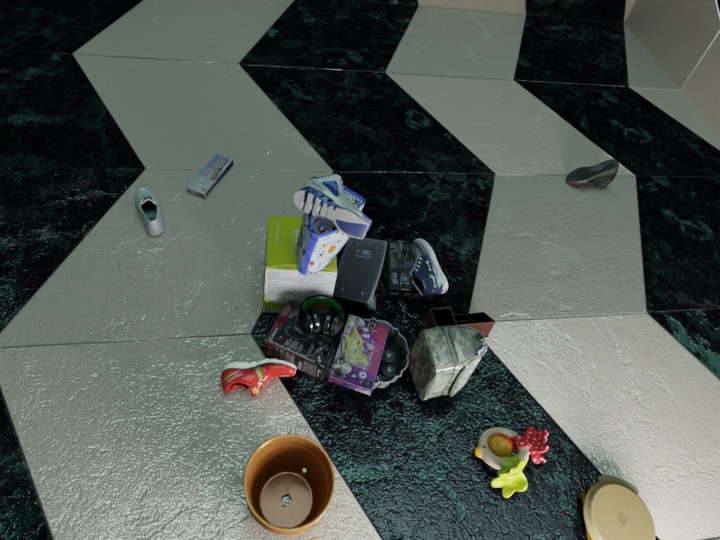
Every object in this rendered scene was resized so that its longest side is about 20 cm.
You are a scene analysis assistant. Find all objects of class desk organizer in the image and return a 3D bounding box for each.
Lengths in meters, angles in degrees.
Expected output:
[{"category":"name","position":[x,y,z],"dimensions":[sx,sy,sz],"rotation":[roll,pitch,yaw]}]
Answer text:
[{"category":"desk organizer","position":[0.292,0.155,1.619],"dimensions":[0.195,0.078,0.073],"rotation":[-4,52,-15]}]

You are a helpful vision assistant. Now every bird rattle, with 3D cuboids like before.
[{"category":"bird rattle","position":[0.381,0.452,1.387],"dimensions":[0.161,0.115,0.199],"rotation":[24,45,29]}]

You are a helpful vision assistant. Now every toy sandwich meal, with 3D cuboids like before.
[{"category":"toy sandwich meal","position":[0.618,0.606,1.334],"dimensions":[0.200,0.071,0.209],"rotation":[6,55,-8]}]

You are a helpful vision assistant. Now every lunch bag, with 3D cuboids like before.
[{"category":"lunch bag","position":[0.233,0.240,1.457],"dimensions":[0.164,0.202,0.141],"rotation":[-9,53,-17]},{"category":"lunch bag","position":[-0.094,-0.104,1.423],"dimensions":[0.122,0.171,0.201],"rotation":[30,51,4]}]

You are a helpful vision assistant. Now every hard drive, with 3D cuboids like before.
[{"category":"hard drive","position":[0.000,0.000,1.615],"dimensions":[0.132,0.043,0.204],"rotation":[9,66,20]}]

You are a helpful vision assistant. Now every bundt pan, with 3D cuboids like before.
[{"category":"bundt pan","position":[0.032,0.236,1.496],"dimensions":[0.196,0.077,0.205],"rotation":[6,50,-7]}]

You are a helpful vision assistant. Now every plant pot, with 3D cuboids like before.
[{"category":"plant pot","position":[-0.161,0.485,1.209],"dimensions":[0.195,0.141,0.203],"rotation":[6,50,-8]}]

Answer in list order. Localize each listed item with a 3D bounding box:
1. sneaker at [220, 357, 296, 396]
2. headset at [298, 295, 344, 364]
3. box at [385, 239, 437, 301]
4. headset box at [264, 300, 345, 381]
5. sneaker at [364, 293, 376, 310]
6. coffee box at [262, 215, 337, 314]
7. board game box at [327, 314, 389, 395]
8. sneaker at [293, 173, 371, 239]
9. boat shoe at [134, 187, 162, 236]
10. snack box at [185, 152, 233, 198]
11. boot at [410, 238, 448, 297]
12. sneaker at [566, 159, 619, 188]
[{"category":"sneaker","position":[-0.261,0.279,1.411],"dimensions":[0.195,0.077,0.087],"rotation":[-4,63,-7]},{"category":"headset","position":[-0.106,0.149,1.457],"dimensions":[0.120,0.096,0.202],"rotation":[4,34,-5]},{"category":"box","position":[0.161,-0.002,1.740],"dimensions":[0.156,0.044,0.203],"rotation":[5,50,-8]},{"category":"headset box","position":[-0.160,0.185,1.496],"dimensions":[0.196,0.078,0.150],"rotation":[22,49,7]},{"category":"sneaker","position":[-0.010,0.041,1.665],"dimensions":[0.080,0.074,0.203],"rotation":[-23,59,8]},{"category":"coffee box","position":[-0.177,-0.015,1.574],"dimensions":[0.195,0.200,0.203],"rotation":[3,50,-10]},{"category":"board game box","position":[-0.003,0.217,1.438],"dimensions":[0.117,0.033,0.203],"rotation":[20,50,-2]},{"category":"sneaker","position":[-0.053,-0.173,1.329],"dimensions":[0.196,0.081,0.117],"rotation":[28,53,-3]},{"category":"boat shoe","position":[-0.655,-0.201,1.707],"dimensions":[0.072,0.067,0.202],"rotation":[-18,57,-25]},{"category":"snack box","position":[-0.512,-0.326,1.869],"dimensions":[0.070,0.025,0.202],"rotation":[21,50,6]},{"category":"boot","position":[0.187,-0.012,1.675],"dimensions":[0.088,0.073,0.202],"rotation":[-9,55,-27]},{"category":"sneaker","position":[0.929,-0.368,2.197],"dimensions":[0.195,0.115,0.078],"rotation":[-16,55,11]}]
